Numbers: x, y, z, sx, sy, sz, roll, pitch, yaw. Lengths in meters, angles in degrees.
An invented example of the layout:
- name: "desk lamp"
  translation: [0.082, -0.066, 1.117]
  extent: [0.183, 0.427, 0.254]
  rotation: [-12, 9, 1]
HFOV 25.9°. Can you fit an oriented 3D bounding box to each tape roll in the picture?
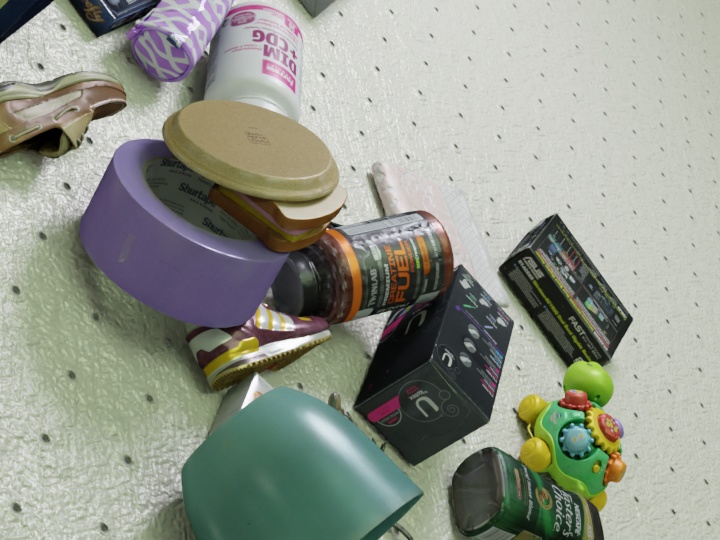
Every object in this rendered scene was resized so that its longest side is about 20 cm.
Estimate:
- name: "tape roll"
  translation: [-0.171, -0.039, 1.551]
  extent: [0.199, 0.085, 0.200]
  rotation: [26, 25, -13]

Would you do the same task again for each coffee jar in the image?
- name: "coffee jar"
  translation: [0.199, 0.288, 1.820]
  extent: [0.199, 0.085, 0.105]
  rotation: [31, 38, -35]

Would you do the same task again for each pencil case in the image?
- name: "pencil case"
  translation: [-0.197, -0.304, 1.803]
  extent: [0.085, 0.084, 0.201]
  rotation: [35, 49, -11]

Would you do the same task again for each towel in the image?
- name: "towel"
  translation: [0.105, -0.041, 2.060]
  extent: [0.190, 0.032, 0.201]
  rotation: [13, 50, -49]

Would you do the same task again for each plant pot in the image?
- name: "plant pot"
  translation: [-0.068, 0.206, 1.429]
  extent: [0.161, 0.201, 0.200]
  rotation: [50, 29, 12]

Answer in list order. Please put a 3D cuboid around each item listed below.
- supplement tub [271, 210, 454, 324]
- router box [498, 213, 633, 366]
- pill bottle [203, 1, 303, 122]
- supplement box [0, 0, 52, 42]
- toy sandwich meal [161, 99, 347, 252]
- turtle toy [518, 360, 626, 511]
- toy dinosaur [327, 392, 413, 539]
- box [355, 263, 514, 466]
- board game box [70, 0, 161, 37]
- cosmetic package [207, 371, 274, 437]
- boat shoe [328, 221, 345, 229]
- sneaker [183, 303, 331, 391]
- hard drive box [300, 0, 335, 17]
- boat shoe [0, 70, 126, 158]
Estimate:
- name: "supplement tub"
  translation: [0.000, 0.000, 1.754]
  extent: [0.199, 0.107, 0.108]
  rotation: [-14, 70, -31]
- name: "router box"
  translation: [0.293, 0.035, 2.219]
  extent: [0.201, 0.062, 0.150]
  rotation: [53, 30, -3]
- name: "pill bottle"
  translation: [-0.124, -0.209, 1.818]
  extent: [0.113, 0.113, 0.201]
  rotation: [34, 36, -31]
- name: "supplement box"
  translation: [-0.379, -0.353, 1.578]
  extent: [0.200, 0.134, 0.200]
  rotation: [48, 31, -12]
- name: "toy sandwich meal"
  translation: [-0.107, -0.099, 1.567]
  extent: [0.203, 0.071, 0.206]
  rotation: [16, 28, -8]
- name: "turtle toy"
  translation: [0.281, 0.203, 2.001]
  extent: [0.145, 0.101, 0.201]
  rotation: [38, 35, -27]
- name: "toy dinosaur"
  translation: [-0.001, 0.198, 1.661]
  extent: [0.201, 0.047, 0.088]
  rotation: [59, 10, -28]
- name: "box"
  translation: [0.089, 0.106, 1.804]
  extent: [0.106, 0.122, 0.201]
  rotation: [46, 31, -16]
- name: "board game box"
  translation: [-0.284, -0.355, 1.812]
  extent: [0.136, 0.035, 0.200]
  rotation: [53, 31, -5]
- name: "cosmetic package"
  translation: [-0.060, 0.200, 1.574]
  extent: [0.200, 0.050, 0.083]
  rotation: [45, 31, -18]
- name: "boat shoe"
  translation: [-0.051, -0.037, 1.809]
  extent: [0.199, 0.056, 0.069]
  rotation: [21, 45, -44]
- name: "sneaker"
  translation: [-0.105, 0.058, 1.628]
  extent: [0.091, 0.075, 0.200]
  rotation: [61, 29, 8]
- name: "hard drive box"
  translation: [-0.056, -0.464, 2.198]
  extent: [0.156, 0.077, 0.200]
  rotation: [50, 30, -9]
- name: "boat shoe"
  translation: [-0.309, -0.145, 1.547]
  extent: [0.199, 0.075, 0.074]
  rotation: [-18, 80, -50]
